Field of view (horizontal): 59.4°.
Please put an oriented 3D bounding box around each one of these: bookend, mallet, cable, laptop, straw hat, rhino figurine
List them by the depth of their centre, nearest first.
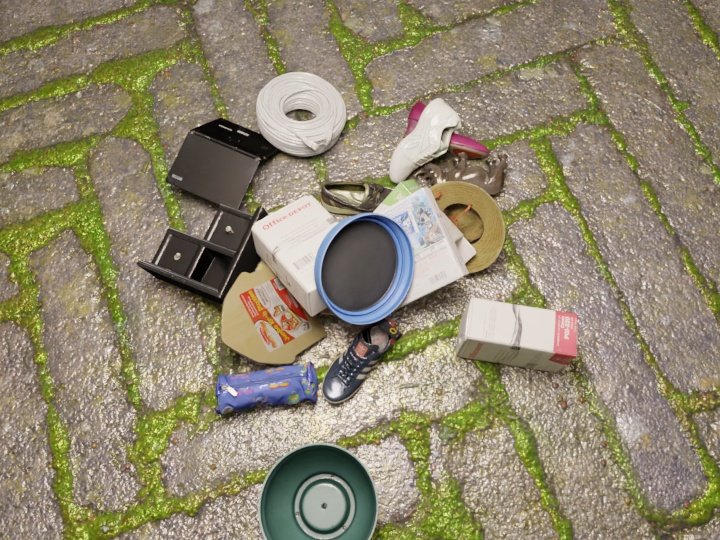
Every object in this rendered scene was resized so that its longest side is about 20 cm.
[{"bbox_3d":[-0.005,0.074,1.207,0.066,0.041,0.200,-32,56,-18],"label":"mallet"},{"bbox_3d":[-0.307,-0.053,1.278,0.197,0.092,0.201,20,76,16],"label":"bookend"},{"bbox_3d":[0.216,-0.100,1.298,0.201,0.202,0.085,41,34,15],"label":"straw hat"},{"bbox_3d":[0.214,-0.203,1.354,0.198,0.060,0.088,1,78,5],"label":"rhino figurine"},{"bbox_3d":[-0.289,-0.236,1.374,0.176,0.104,0.200,24,31,9],"label":"laptop"},{"bbox_3d":[-0.130,-0.347,1.396,0.199,0.069,0.201,25,60,7],"label":"cable"}]

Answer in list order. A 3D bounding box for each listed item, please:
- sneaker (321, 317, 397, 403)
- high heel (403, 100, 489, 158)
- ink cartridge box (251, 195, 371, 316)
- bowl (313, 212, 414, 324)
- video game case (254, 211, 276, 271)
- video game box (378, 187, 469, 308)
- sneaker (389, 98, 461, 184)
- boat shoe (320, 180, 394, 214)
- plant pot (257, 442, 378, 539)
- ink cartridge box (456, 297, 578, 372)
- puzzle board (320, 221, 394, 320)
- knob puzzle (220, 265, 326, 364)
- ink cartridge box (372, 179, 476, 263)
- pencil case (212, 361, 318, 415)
[{"bbox_3d":[-0.004,0.166,1.212,0.075,0.085,0.200,36,75,13],"label":"sneaker"},{"bbox_3d":[0.197,-0.312,1.386,0.199,0.067,0.097,19,82,11],"label":"high heel"},{"bbox_3d":[-0.095,-0.033,1.216,0.146,0.083,0.200,-31,58,-22],"label":"ink cartridge box"},{"bbox_3d":[0.006,-0.005,1.138,0.199,0.039,0.202,-8,105,-30],"label":"bowl"},{"bbox_3d":[-0.171,-0.038,1.323,0.198,0.023,0.183,-12,71,-3],"label":"video game case"},{"bbox_3d":[0.083,-0.032,1.220,0.199,0.047,0.183,-27,84,26],"label":"video game box"},{"bbox_3d":[0.134,-0.261,1.335,0.080,0.070,0.201,43,108,23],"label":"sneaker"},{"bbox_3d":[0.013,-0.153,1.337,0.199,0.066,0.072,5,70,3],"label":"boat shoe"},{"bbox_3d":[-0.068,0.411,1.099,0.198,0.134,0.202,-1,69,2],"label":"plant pot"},{"bbox_3d":[0.289,0.124,1.187,0.198,0.146,0.085,7,69,3],"label":"ink cartridge box"},{"bbox_3d":[0.000,0.000,1.298,0.149,0.017,0.202,7,71,-8],"label":"puzzle board"},{"bbox_3d":[-0.187,0.095,1.225,0.218,0.030,0.221,11,66,-27],"label":"knob puzzle"},{"bbox_3d":[0.122,-0.069,1.266,0.200,0.067,0.117,48,117,9],"label":"ink cartridge box"},{"bbox_3d":[-0.179,0.223,1.196,0.198,0.087,0.079,-8,66,-2],"label":"pencil case"}]
